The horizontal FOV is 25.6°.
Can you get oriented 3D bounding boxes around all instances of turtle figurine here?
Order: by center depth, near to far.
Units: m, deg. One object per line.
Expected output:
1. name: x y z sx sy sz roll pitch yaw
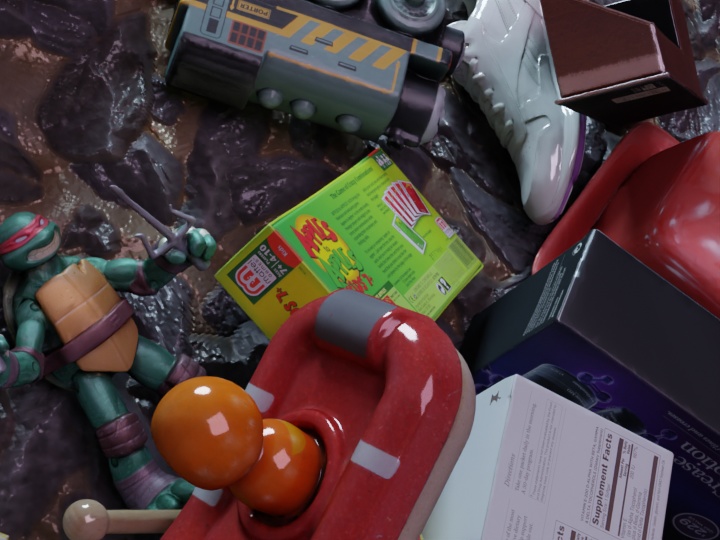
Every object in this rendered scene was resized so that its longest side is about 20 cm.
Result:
1. turtle figurine: -0.141 0.030 0.853 0.150 0.101 0.200 -40 106 -19

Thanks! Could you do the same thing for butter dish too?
1. butter dish: 0.251 -0.010 1.064 0.200 0.148 0.199 44 54 -4

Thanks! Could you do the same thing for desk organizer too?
1. desk organizer: 0.176 -0.147 1.051 0.200 0.072 0.077 -3 81 -71

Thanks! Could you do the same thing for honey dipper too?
1. honey dipper: -0.073 0.133 0.838 0.200 0.038 0.038 10 60 -48

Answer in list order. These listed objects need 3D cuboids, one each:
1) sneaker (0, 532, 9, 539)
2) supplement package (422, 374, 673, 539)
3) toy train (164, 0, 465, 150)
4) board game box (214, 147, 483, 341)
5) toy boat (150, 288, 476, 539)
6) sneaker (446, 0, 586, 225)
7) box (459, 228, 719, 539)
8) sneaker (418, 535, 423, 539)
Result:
1. sneaker: -0.193 0.153 0.776 0.200 0.081 0.077 29 57 -13
2. supplement package: 0.067 0.186 0.858 0.111 0.156 0.200 28 56 -17
3. toy train: -0.032 -0.146 1.007 0.200 0.085 0.114 18 65 -12
4. board game box: 0.000 0.000 0.923 0.102 0.048 0.200 48 24 0
5. toy boat: -0.045 0.093 0.744 0.131 0.130 0.200 33 81 -39
6. sneaker: 0.102 -0.123 1.097 0.099 0.075 0.200 -1 68 -5
7. box: 0.171 0.084 0.977 0.200 0.141 0.079 35 57 -10
8. sneaker: -0.030 0.196 0.810 0.078 0.090 0.200 28 86 -20
